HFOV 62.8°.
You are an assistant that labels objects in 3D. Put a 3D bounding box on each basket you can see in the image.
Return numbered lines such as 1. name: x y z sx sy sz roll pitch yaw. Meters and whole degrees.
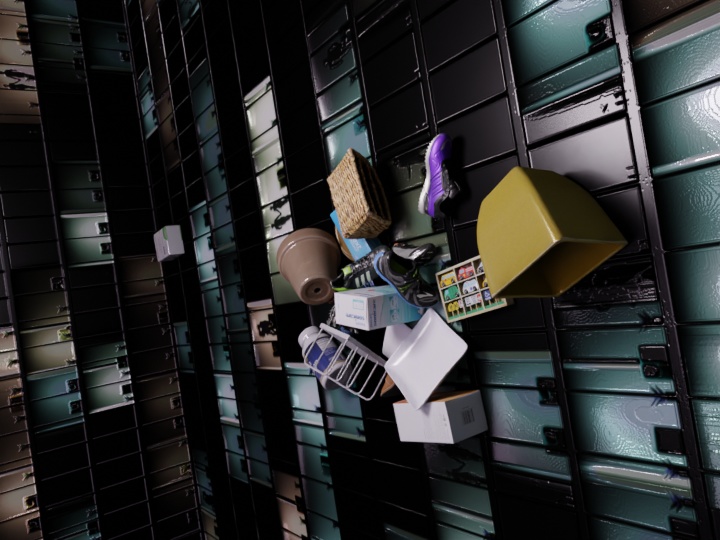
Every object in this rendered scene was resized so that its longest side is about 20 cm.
1. basket: 0.018 -0.202 1.570 0.149 0.141 0.203 -43 57 51

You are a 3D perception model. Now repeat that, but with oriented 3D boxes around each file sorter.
1. file sorter: -0.037 0.262 1.664 0.138 0.199 0.126 17 73 52

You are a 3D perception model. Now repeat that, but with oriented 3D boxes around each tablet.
1. tablet: 0.130 0.221 1.610 0.199 0.013 0.132 36 124 45

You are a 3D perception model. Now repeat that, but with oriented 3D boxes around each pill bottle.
1. pill bottle: -0.118 0.273 1.881 0.200 0.110 0.112 48 132 38

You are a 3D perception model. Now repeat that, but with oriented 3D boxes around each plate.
1. plate: 0.163 0.219 1.455 0.200 0.032 0.200 -52 31 6

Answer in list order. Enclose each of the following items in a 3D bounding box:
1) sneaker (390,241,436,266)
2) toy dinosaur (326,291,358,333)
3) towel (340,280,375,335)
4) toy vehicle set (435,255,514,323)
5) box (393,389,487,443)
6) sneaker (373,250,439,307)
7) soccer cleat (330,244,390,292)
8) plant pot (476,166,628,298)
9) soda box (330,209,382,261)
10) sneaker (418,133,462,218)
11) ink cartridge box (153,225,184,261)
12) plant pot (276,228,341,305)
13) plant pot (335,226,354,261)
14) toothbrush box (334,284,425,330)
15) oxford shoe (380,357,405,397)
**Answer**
1. sneaker: 0.118 -0.041 1.528 0.199 0.073 0.081 -23 73 54
2. toy dinosaur: -0.035 0.102 1.689 0.200 0.101 0.138 169 116 -76
3. towel: -0.008 0.107 1.749 0.200 0.048 0.113 -47 59 46
4. toy vehicle set: 0.262 0.041 1.379 0.199 0.026 0.126 -27 75 53
5. box: 0.194 0.359 1.454 0.199 0.123 0.099 -20 80 53
6. sneaker: 0.120 0.023 1.451 0.199 0.071 0.082 39 149 -17
7. soccer cleat: 0.000 0.000 1.568 0.200 0.080 0.068 -41 53 32
8. plant pot: 0.338 -0.083 1.126 0.195 0.193 0.202 -50 48 46
9. soda box: -0.001 -0.092 1.647 0.068 0.064 0.202 -36 79 37
10. sneaker: 0.202 -0.216 1.387 0.099 0.069 0.203 29 124 40
11. ink cartridge box: -0.980 -0.136 3.018 0.199 0.083 0.147 -16 83 54
12. plant pot: -0.142 0.006 1.751 0.176 0.197 0.202 -111 34 -47
13. plant pot: -0.021 -0.123 1.741 0.199 0.027 0.204 14 107 53
14. toothbrush box: 0.051 0.091 1.535 0.145 0.198 0.087 5 102 54
15. oxford shoe: 0.102 0.291 1.615 0.201 0.070 0.072 119 143 -51
